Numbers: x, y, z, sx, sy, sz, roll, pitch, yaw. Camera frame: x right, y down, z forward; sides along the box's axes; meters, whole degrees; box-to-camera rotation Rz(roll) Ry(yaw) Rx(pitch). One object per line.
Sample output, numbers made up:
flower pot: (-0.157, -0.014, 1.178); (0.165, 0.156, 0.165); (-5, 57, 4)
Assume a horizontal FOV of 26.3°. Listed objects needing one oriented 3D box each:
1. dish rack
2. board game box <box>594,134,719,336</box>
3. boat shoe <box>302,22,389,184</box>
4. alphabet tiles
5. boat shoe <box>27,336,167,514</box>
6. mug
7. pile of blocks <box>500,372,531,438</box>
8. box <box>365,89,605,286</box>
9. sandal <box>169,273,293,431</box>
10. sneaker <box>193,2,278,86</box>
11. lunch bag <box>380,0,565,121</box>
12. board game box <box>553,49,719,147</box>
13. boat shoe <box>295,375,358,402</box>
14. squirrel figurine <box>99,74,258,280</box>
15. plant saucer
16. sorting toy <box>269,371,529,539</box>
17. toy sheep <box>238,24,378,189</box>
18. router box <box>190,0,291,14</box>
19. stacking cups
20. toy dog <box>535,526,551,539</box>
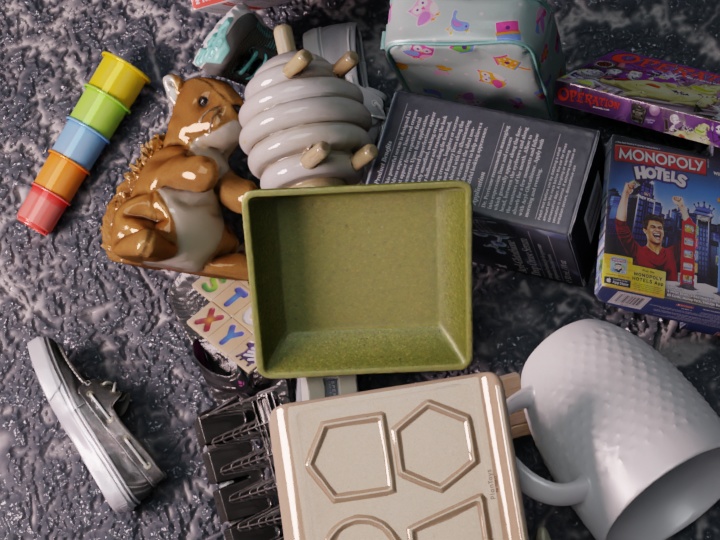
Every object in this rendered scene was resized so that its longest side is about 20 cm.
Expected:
dish rack: (-0.082, 0.180, 1.379); (0.054, 0.200, 0.154); (-14, 84, -30)
board game box: (0.310, -0.048, 1.406); (0.199, 0.062, 0.201); (12, 66, -8)
boat shoe: (-0.006, -0.164, 1.559); (0.068, 0.072, 0.201); (-18, 59, 9)
alphabet tiles: (-0.065, 0.013, 1.499); (0.200, 0.006, 0.166); (-40, 50, -19)
boat shoe: (-0.257, 0.142, 1.523); (0.071, 0.072, 0.200); (-32, 77, -7)
mug: (0.203, 0.140, 1.338); (0.199, 0.148, 0.176); (-15, 53, -28)
pile of blocks: (0.067, 0.162, 1.423); (0.200, 0.062, 0.082); (-39, 104, -6)
box: (0.123, -0.075, 1.447); (0.199, 0.148, 0.108); (14, 75, 19)
sandal: (-0.137, 0.078, 1.508); (0.075, 0.048, 0.201); (-43, 62, 12)
sneaker: (-0.100, -0.211, 1.533); (0.091, 0.200, 0.078); (39, 104, 3)
lunch bag: (0.107, -0.204, 1.466); (0.160, 0.200, 0.077); (6, 71, 18)
board game box: (0.295, -0.160, 1.434); (0.199, 0.120, 0.032); (20, 118, 33)
boat shoe: (-0.029, 0.151, 1.454); (0.070, 0.072, 0.202); (0, 65, -4)
squirrel figurine: (-0.179, -0.094, 1.506); (0.200, 0.141, 0.188); (1, 81, 57)
plant saucer: (0.000, 0.000, 1.384); (0.198, 0.201, 0.048); (-3, 33, 0)
sorting toy: (0.032, 0.189, 1.260); (0.199, 0.036, 0.186); (-10, 78, 7)
toy sheep: (-0.050, -0.135, 1.423); (0.137, 0.138, 0.201); (-11, 73, 11)
router box: (-0.067, -0.304, 1.546); (0.179, 0.200, 0.049); (-14, 96, 9)
stacking cups: (-0.297, -0.131, 1.631); (0.060, 0.060, 0.201); (28, 86, 21)
toy dog: (0.074, 0.226, 1.332); (0.193, 0.139, 0.201); (-20, 100, -13)
